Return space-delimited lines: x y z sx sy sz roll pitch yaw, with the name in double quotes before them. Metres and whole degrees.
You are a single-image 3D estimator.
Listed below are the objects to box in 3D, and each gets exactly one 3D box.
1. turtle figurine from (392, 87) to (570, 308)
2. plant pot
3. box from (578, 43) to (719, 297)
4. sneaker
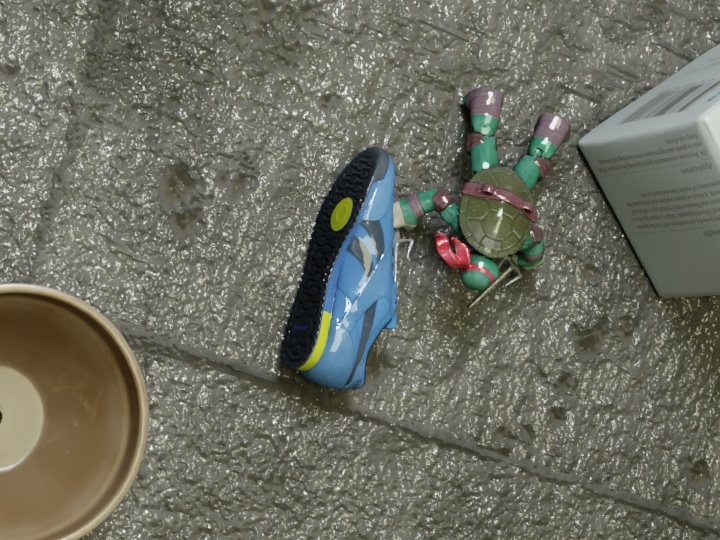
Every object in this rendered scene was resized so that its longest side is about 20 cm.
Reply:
"turtle figurine" 0.108 -0.048 1.590 0.149 0.101 0.201 28 69 -23
"plant pot" -0.266 0.111 1.410 0.200 0.093 0.202 2 86 -23
"box" 0.343 -0.096 1.639 0.200 0.199 0.172 -33 101 -22
"sneaker" 0.000 0.000 1.555 0.078 0.066 0.201 21 80 -28
